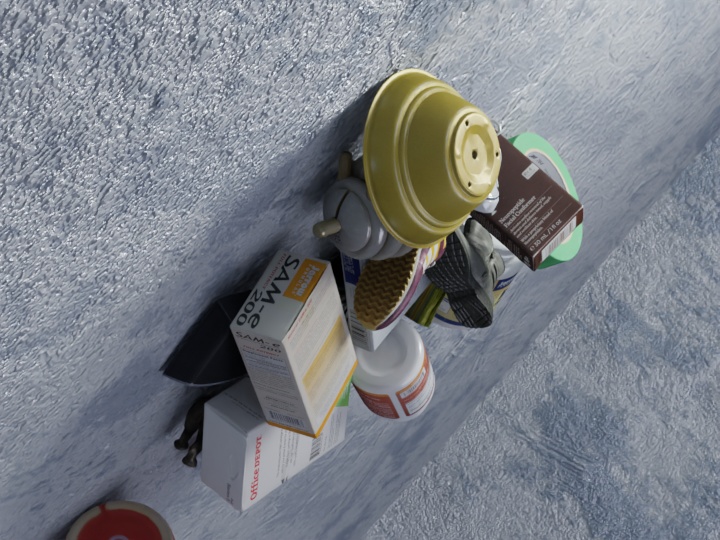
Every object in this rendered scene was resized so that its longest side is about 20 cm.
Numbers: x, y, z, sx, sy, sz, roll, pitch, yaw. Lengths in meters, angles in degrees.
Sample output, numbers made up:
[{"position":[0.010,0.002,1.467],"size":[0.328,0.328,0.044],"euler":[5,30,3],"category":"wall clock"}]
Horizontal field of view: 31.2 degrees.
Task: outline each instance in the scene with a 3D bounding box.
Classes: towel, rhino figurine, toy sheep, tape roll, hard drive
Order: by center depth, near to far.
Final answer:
[{"position":[0.021,-0.076,1.486],"size":[0.200,0.138,0.138],"euler":[-18,150,-36],"category":"toy sheep"},{"position":[-0.147,0.081,1.580],"size":[0.135,0.042,0.200],"euler":[-52,164,18],"category":"hard drive"},{"position":[-0.182,0.200,1.754],"size":[0.087,0.060,0.200],"euler":[-62,164,17],"category":"rhino figurine"},{"position":[0.080,0.024,1.859],"size":[0.086,0.018,0.200],"euler":[-60,-161,0],"category":"towel"},{"position":[0.259,-0.104,1.911],"size":[0.048,0.201,0.200],"euler":[-20,-178,35],"category":"tape roll"}]

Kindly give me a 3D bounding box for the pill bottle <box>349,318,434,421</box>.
[{"position":[0.044,0.145,1.804],"size":[0.112,0.112,0.200],"euler":[-44,158,-9],"category":"pill bottle"}]

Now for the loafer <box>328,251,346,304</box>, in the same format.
[{"position":[0.000,0.000,1.716],"size":[0.201,0.068,0.070],"euler":[-27,165,-42],"category":"loafer"}]

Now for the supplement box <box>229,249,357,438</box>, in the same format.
[{"position":[-0.075,0.090,1.536],"size":[0.126,0.073,0.200],"euler":[-60,152,-34],"category":"supplement box"}]

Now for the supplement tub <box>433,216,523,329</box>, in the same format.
[{"position":[0.173,-0.017,1.995],"size":[0.144,0.144,0.200],"euler":[-34,161,-39],"category":"supplement tub"}]

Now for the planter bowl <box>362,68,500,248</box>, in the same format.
[{"position":[0.096,-0.125,1.413],"size":[0.200,0.083,0.201],"euler":[0,90,-50],"category":"planter bowl"}]

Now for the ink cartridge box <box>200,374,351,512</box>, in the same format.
[{"position":[-0.110,0.200,1.690],"size":[0.200,0.084,0.146],"euler":[-30,140,-40],"category":"ink cartridge box"}]

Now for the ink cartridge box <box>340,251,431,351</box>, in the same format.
[{"position":[0.047,-0.028,1.680],"size":[0.200,0.041,0.200],"euler":[-47,146,-36],"category":"ink cartridge box"}]

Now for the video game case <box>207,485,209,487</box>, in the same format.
[{"position":[-0.147,0.221,1.879],"size":[0.200,0.023,0.182],"euler":[-47,-179,3],"category":"video game case"}]

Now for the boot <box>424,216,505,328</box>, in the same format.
[{"position":[0.137,-0.028,1.743],"size":[0.200,0.068,0.131],"euler":[61,32,-37],"category":"boot"}]

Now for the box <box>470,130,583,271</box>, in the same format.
[{"position":[0.192,-0.106,1.716],"size":[0.100,0.200,0.075],"euler":[-46,162,-6],"category":"box"}]

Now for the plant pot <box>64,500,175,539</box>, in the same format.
[{"position":[-0.320,0.412,1.716],"size":[0.200,0.200,0.177],"euler":[-36,151,-34],"category":"plant pot"}]

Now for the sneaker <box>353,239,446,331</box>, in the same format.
[{"position":[0.062,-0.012,1.592],"size":[0.090,0.075,0.200],"euler":[31,82,-57],"category":"sneaker"}]

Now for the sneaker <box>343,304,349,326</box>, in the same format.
[{"position":[-0.009,0.095,1.875],"size":[0.089,0.074,0.200],"euler":[-93,-154,-58],"category":"sneaker"}]

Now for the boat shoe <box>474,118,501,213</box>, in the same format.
[{"position":[0.140,-0.148,1.587],"size":[0.202,0.075,0.086],"euler":[-96,-154,-61],"category":"boat shoe"}]
